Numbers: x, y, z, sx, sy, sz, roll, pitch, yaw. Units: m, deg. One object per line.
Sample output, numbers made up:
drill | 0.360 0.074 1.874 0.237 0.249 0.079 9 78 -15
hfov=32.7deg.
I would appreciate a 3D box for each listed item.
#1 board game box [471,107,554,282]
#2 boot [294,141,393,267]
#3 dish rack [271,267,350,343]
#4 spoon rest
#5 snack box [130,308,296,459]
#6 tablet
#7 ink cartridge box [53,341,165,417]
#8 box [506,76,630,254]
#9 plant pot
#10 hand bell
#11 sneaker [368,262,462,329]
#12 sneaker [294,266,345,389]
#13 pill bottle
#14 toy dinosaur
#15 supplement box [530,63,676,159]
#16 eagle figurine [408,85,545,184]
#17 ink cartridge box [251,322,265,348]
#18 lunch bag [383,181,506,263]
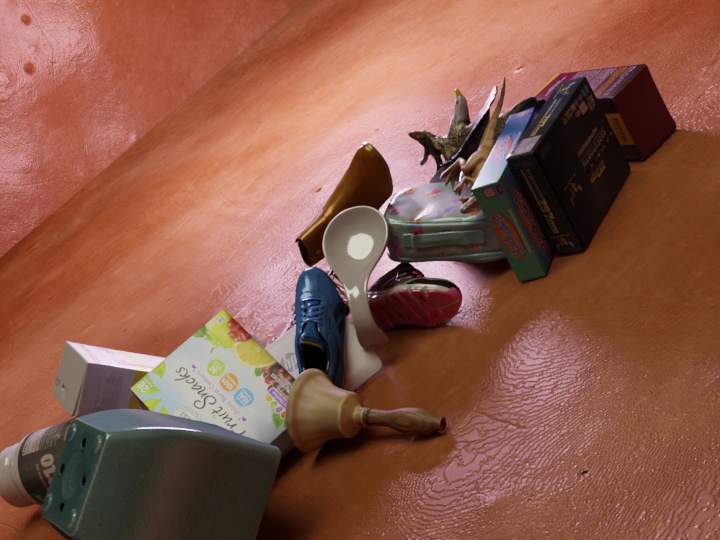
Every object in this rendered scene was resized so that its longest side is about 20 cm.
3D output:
board game box | 0.227 -0.105 1.669 0.045 0.153 0.201 -15 27 32
boot | -0.029 -0.084 1.754 0.143 0.071 0.202 -37 -21 -21
dish rack | -0.061 0.055 1.813 0.153 0.054 0.200 -47 9 26
spoon rest | 0.000 0.000 1.668 0.098 0.061 0.203 -16 63 14
snack box | -0.175 0.176 1.605 0.168 0.068 0.200 -40 60 -15
tablet | -0.082 0.142 1.657 0.199 0.014 0.130 -36 64 -8
ink cartridge box | -0.333 0.171 1.796 0.145 0.198 0.085 19 97 62
box | 0.286 -0.144 1.661 0.051 0.159 0.200 -10 30 41
plant pot | -0.243 0.257 1.394 0.195 0.198 0.198 5 75 58
hand bell | 0.017 0.177 1.488 0.198 0.105 0.104 1 37 34
sneaker | 0.074 0.028 1.705 0.199 0.074 0.088 -12 35 52
sneaker | -0.057 0.076 1.634 0.065 0.079 0.203 -9 62 8
pill bottle | -0.444 0.286 1.827 0.198 0.114 0.114 -20 24 29
toy dinosaur | 0.170 -0.155 1.704 0.106 0.060 0.203 -22 49 51
supplement box | 0.353 -0.230 1.816 0.086 0.111 0.199 -42 23 -22
eagle figurine | 0.169 -0.200 1.828 0.198 0.152 0.152 -1 43 46
ink cartridge box | -0.182 0.171 1.750 0.100 0.039 0.201 -59 3 40
lunch bag | 0.128 -0.065 1.745 0.197 0.078 0.161 -3 26 13
